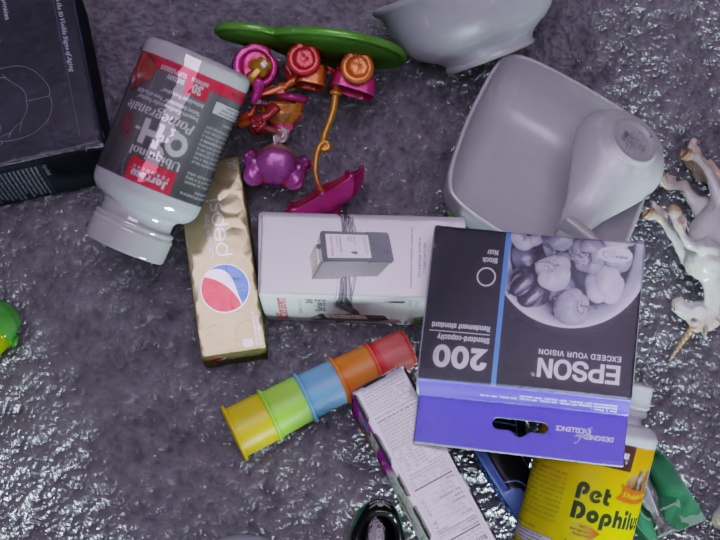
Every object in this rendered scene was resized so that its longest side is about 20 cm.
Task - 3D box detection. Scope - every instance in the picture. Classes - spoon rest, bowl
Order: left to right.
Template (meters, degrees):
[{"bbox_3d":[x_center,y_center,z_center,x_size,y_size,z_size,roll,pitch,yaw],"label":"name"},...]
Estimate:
[{"bbox_3d":[0.118,-0.258,1.578,0.199,0.201,0.091,-22,99,-6],"label":"bowl"},{"bbox_3d":[0.183,-0.093,1.560,0.198,0.075,0.201,28,62,-5],"label":"bowl"},{"bbox_3d":[0.235,-0.085,1.510,0.099,0.061,0.200,38,49,-2],"label":"spoon rest"}]

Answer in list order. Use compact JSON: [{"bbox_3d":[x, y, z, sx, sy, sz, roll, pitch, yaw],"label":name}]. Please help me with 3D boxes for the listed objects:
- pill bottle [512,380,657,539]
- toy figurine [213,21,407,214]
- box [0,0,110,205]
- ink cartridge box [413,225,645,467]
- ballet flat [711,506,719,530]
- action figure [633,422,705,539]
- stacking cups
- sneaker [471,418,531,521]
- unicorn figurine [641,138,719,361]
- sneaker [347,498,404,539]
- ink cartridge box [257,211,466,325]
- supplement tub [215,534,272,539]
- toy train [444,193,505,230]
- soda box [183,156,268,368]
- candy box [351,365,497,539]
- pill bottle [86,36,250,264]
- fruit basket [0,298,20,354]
[{"bbox_3d":[0.212,0.197,1.450,0.108,0.109,0.202,14,91,3],"label":"pill bottle"},{"bbox_3d":[-0.062,-0.142,1.563,0.198,0.150,0.186,9,85,-8],"label":"toy figurine"},{"bbox_3d":[-0.363,-0.179,1.571,0.195,0.124,0.202,-13,77,-2],"label":"box"},{"bbox_3d":[0.151,0.066,1.402,0.196,0.043,0.202,5,79,9],"label":"ink cartridge box"},{"bbox_3d":[0.366,0.272,1.506,0.068,0.068,0.201,23,77,13],"label":"ballet flat"},{"bbox_3d":[0.250,0.172,1.536,0.117,0.055,0.202,-19,74,-2],"label":"action figure"},{"bbox_3d":[-0.038,0.119,1.537,0.199,0.061,0.061,-25,78,-6],"label":"stacking cups"},{"bbox_3d":[0.138,0.151,1.528,0.077,0.070,0.201,-28,78,-2],"label":"sneaker"},{"bbox_3d":[0.340,-0.031,1.561,0.137,0.074,0.201,44,66,-22],"label":"unicorn figurine"},{"bbox_3d":[0.010,0.320,1.479,0.071,0.080,0.202,0,77,-1],"label":"sneaker"},{"bbox_3d":[0.000,0.000,1.522,0.198,0.146,0.085,2,78,0],"label":"ink cartridge box"},{"bbox_3d":[-0.104,0.318,1.417,0.143,0.200,0.146,0,76,-1],"label":"supplement tub"},{"bbox_3d":[0.146,0.014,1.577,0.056,0.042,0.201,-26,78,3],"label":"toy train"},{"bbox_3d":[-0.140,-0.009,1.565,0.067,0.064,0.202,-8,77,-3],"label":"soda box"},{"bbox_3d":[0.062,0.200,1.481,0.061,0.136,0.201,-27,79,-6],"label":"candy box"},{"bbox_3d":[-0.191,-0.113,1.498,0.110,0.111,0.202,22,92,4],"label":"pill bottle"},{"bbox_3d":[-0.445,0.038,1.516,0.213,0.156,0.218,-5,72,16],"label":"fruit basket"}]
